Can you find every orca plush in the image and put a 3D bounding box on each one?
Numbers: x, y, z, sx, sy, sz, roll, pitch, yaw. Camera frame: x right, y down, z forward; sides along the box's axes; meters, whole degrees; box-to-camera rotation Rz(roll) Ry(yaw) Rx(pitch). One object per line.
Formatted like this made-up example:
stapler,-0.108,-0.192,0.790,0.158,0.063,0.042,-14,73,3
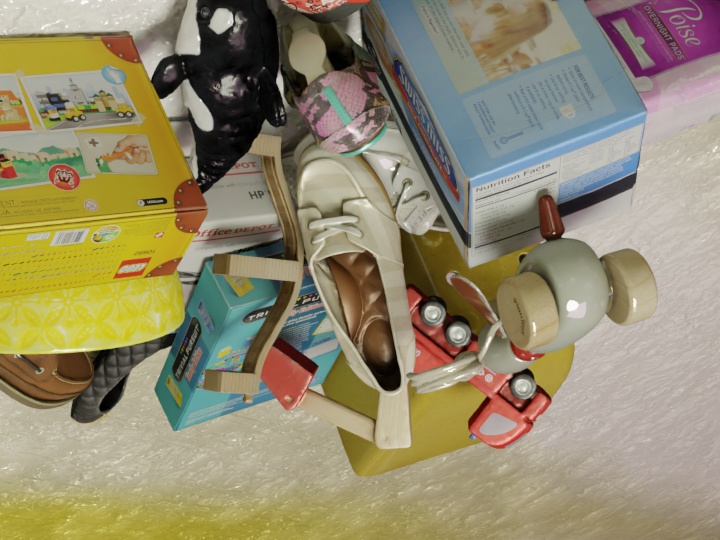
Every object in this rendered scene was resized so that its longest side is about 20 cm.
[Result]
orca plush,-0.086,-0.109,1.044,0.105,0.071,0.200,-18,139,-47

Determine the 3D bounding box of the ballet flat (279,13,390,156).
ballet flat,-0.025,-0.136,1.047,0.069,0.200,0.071,-30,112,3

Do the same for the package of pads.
package of pads,0.208,-0.157,1.227,0.200,0.121,0.076,-20,154,-12

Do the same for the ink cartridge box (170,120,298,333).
ink cartridge box,-0.129,-0.031,1.206,0.116,0.068,0.200,-9,149,-35

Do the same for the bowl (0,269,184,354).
bowl,-0.219,-0.019,1.070,0.200,0.200,0.108,-6,105,-36

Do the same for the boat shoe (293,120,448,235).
boat shoe,0.045,-0.062,1.192,0.200,0.069,0.071,10,143,-25

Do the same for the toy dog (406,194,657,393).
toy dog,0.116,0.012,1.063,0.132,0.096,0.200,-7,168,-36

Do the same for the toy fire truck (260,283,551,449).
toy fire truck,0.034,0.090,1.217,0.141,0.200,0.049,-51,180,6

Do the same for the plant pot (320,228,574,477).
plant pot,0.077,0.038,1.356,0.194,0.196,0.200,-14,159,-26

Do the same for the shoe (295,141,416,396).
shoe,0.000,0.000,1.144,0.070,0.200,0.053,-16,-167,10

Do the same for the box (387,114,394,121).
box,0.069,-0.127,1.247,0.200,0.041,0.039,-7,148,-34

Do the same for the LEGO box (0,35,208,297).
LEGO box,-0.217,-0.066,0.962,0.200,0.149,0.077,-7,149,-34

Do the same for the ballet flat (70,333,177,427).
ballet flat,-0.204,0.087,1.350,0.200,0.057,0.066,-50,-173,45

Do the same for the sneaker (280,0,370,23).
sneaker,0.018,-0.234,0.962,0.201,0.067,0.108,-33,157,18

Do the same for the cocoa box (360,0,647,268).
cocoa box,0.094,-0.131,1.074,0.133,0.200,0.131,-21,154,-6

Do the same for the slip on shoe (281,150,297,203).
slip on shoe,0.019,-0.080,1.266,0.200,0.061,0.074,-5,129,-16

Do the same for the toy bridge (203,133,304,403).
toy bridge,-0.076,-0.001,1.149,0.067,0.200,0.027,6,178,-37

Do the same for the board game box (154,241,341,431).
board game box,-0.076,0.047,1.278,0.151,0.047,0.200,-16,154,-30

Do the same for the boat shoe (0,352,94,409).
boat shoe,-0.267,0.059,1.240,0.068,0.072,0.200,-34,155,15
